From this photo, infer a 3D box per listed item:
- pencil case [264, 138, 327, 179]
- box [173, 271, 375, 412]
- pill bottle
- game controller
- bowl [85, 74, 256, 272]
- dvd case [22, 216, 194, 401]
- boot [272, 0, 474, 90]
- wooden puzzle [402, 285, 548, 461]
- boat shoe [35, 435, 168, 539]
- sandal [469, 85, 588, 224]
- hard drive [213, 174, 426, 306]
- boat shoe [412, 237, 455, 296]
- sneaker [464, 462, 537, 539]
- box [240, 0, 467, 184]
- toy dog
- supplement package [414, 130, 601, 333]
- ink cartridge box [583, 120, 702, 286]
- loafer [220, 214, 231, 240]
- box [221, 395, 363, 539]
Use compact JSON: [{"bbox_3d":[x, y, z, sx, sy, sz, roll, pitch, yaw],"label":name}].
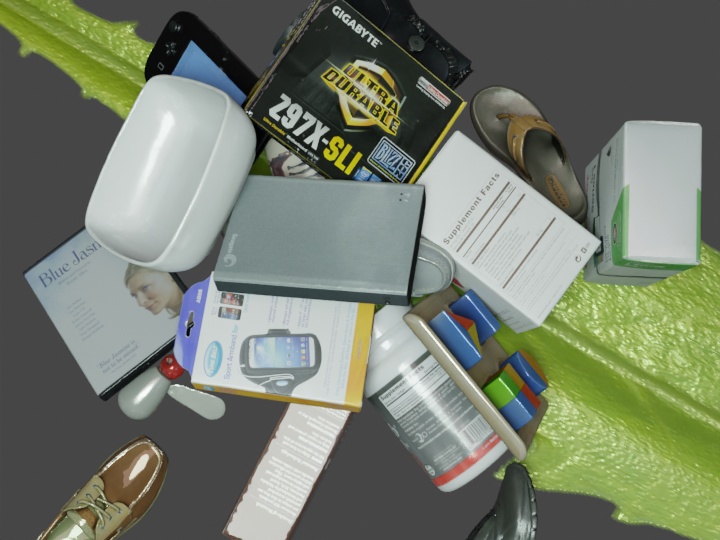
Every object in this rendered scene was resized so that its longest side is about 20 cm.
[{"bbox_3d":[-0.060,-0.121,1.139,0.089,0.078,0.202,-18,83,16],"label":"pencil case"},{"bbox_3d":[-0.089,0.072,1.026,0.198,0.042,0.120,8,73,2],"label":"box"},{"bbox_3d":[0.073,0.132,1.095,0.116,0.116,0.200,-38,86,-6],"label":"pill bottle"},{"bbox_3d":[-0.170,-0.203,1.128,0.200,0.042,0.104,46,106,22],"label":"game controller"},{"bbox_3d":[-0.195,-0.097,1.057,0.074,0.199,0.201,27,88,-42],"label":"bowl"},{"bbox_3d":[-0.275,0.028,1.101,0.142,0.018,0.200,-38,61,-6],"label":"dvd case"},{"bbox_3d":[0.021,-0.243,1.138,0.200,0.076,0.168,-37,84,-32],"label":"boot"},{"bbox_3d":[0.137,0.093,1.060,0.046,0.200,0.186,-41,86,17],"label":"wooden puzzle"},{"bbox_3d":[-0.289,0.270,1.082,0.076,0.074,0.200,40,83,2],"label":"boat shoe"},{"bbox_3d":[0.201,-0.138,1.159,0.081,0.055,0.201,-25,75,-6],"label":"sandal"},{"bbox_3d":[-0.039,-0.033,1.020,0.198,0.033,0.140,4,54,11],"label":"hard drive"},{"bbox_3d":[-0.001,-0.001,1.056,0.200,0.065,0.075,10,126,4],"label":"boat shoe"},{"bbox_3d":[0.146,0.311,1.100,0.090,0.076,0.202,11,80,6],"label":"sneaker"},{"bbox_3d":[-0.008,-0.177,1.073,0.199,0.049,0.160,36,89,-20],"label":"box"},{"bbox_3d":[-0.168,0.096,1.105,0.198,0.096,0.133,-18,60,6],"label":"toy dog"},{"bbox_3d":[0.144,-0.039,1.116,0.200,0.121,0.120,38,83,3],"label":"supplement package"},{"bbox_3d":[0.304,-0.066,1.089,0.083,0.200,0.148,3,82,1],"label":"ink cartridge box"},{"bbox_3d":[-0.120,-0.042,1.128,0.068,0.076,0.201,-36,85,0],"label":"loafer"},{"bbox_3d":[-0.070,0.208,1.086,0.075,0.100,0.201,28,83,5],"label":"box"}]
